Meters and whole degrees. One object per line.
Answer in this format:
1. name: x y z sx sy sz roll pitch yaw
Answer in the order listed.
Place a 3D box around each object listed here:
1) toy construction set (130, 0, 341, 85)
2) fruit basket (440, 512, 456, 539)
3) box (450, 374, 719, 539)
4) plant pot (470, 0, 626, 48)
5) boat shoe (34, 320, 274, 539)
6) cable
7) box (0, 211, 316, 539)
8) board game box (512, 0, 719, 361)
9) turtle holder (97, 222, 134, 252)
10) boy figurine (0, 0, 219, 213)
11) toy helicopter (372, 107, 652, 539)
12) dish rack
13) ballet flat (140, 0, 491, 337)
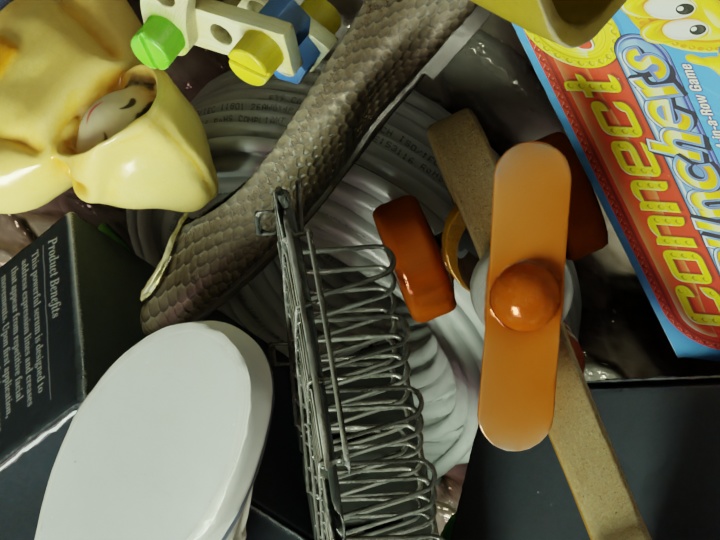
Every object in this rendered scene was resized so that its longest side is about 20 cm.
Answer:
1. toy construction set: -0.103 -0.140 1.029 0.199 0.092 0.131 13 146 10
2. fruit basket: 0.029 0.156 1.176 0.199 0.094 0.185 22 -169 -34
3. box: 0.152 0.123 1.084 0.200 0.105 0.148 29 158 -38
4. plant pot: 0.018 -0.211 0.726 0.176 0.200 0.200 21 150 41
5. boat shoe: -0.074 0.103 1.007 0.072 0.066 0.201 33 113 28
6. cable: 0.000 0.000 1.143 0.200 0.069 0.200 43 147 -15
7. box: -0.130 0.099 1.113 0.200 0.107 0.148 -36 130 24
8. board game box: 0.168 -0.046 0.935 0.195 0.056 0.200 5 139 38
9. turtle holder: -0.111 0.083 1.266 0.186 0.132 0.141 46 -178 -38
10. boy figurine: -0.137 -0.072 1.100 0.200 0.124 0.065 34 161 37
11. toy helicopter: 0.069 0.035 0.968 0.132 0.079 0.201 74 174 -77
12. dish rack: 0.001 0.064 0.977 0.054 0.154 0.200 -10 154 -3
13. ballet flat: -0.020 -0.052 1.010 0.046 0.067 0.200 40 108 -7
